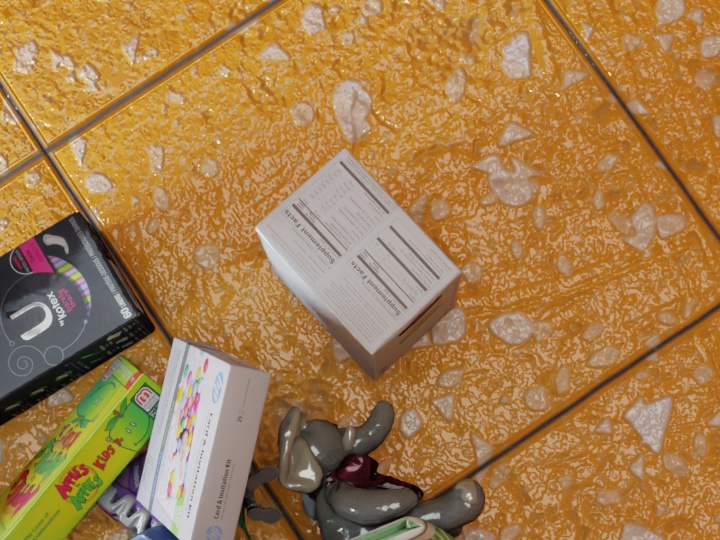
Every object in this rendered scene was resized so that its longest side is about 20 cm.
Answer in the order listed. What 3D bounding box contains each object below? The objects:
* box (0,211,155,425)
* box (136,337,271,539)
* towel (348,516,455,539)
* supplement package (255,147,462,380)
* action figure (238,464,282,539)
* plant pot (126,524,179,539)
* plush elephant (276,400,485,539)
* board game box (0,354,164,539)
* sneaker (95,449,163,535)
[{"bbox_3d":[-0.314,0.052,1.685,0.200,0.106,0.122,-32,80,-3],"label":"box"},{"bbox_3d":[-0.138,0.147,1.537,0.041,0.200,0.156,13,91,-21],"label":"box"},{"bbox_3d":[0.027,0.281,1.583,0.153,0.200,0.023,-25,54,11],"label":"towel"},{"bbox_3d":[0.000,0.000,1.637,0.111,0.200,0.156,-42,82,-5],"label":"supplement package"},{"bbox_3d":[-0.120,0.167,1.627,0.055,0.200,0.118,-8,111,-18],"label":"action figure"},{"bbox_3d":[-0.187,0.343,1.563,0.200,0.200,0.180,42,60,-5],"label":"plant pot"},{"bbox_3d":[-0.005,0.192,1.622,0.200,0.165,0.155,-21,78,-5],"label":"plush elephant"},{"bbox_3d":[-0.261,0.177,1.660,0.048,0.102,0.200,42,83,-20],"label":"board game box"},{"bbox_3d":[-0.153,0.238,1.666,0.200,0.080,0.088,37,75,8],"label":"sneaker"}]
